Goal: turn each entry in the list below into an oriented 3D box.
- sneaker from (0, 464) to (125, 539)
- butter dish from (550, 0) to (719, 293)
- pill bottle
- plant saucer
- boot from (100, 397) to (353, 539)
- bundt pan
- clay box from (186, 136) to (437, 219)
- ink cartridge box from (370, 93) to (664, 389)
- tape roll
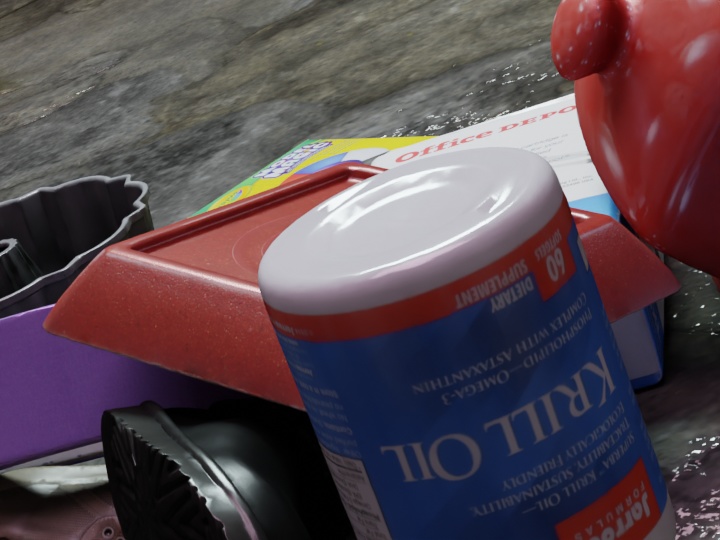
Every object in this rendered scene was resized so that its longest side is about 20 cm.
[{"bbox_3d":[-0.090,0.122,1.092,0.199,0.071,0.076,-15,42,20],"label":"sneaker"},{"bbox_3d":[0.154,-0.093,1.077,0.147,0.200,0.200,12,35,-22],"label":"butter dish"},{"bbox_3d":[0.048,0.068,0.857,0.112,0.201,0.112,-20,19,7],"label":"pill bottle"},{"bbox_3d":[0.000,0.000,1.023,0.199,0.037,0.199,13,25,41],"label":"plant saucer"},{"bbox_3d":[-0.008,0.084,0.958,0.157,0.080,0.211,-10,19,-15],"label":"boot"},{"bbox_3d":[-0.205,0.021,1.433,0.201,0.076,0.202,-18,20,7],"label":"bundt pan"},{"bbox_3d":[-0.016,-0.036,1.430,0.199,0.048,0.115,3,30,48],"label":"clay box"},{"bbox_3d":[0.073,-0.006,1.199,0.145,0.085,0.200,-16,20,15],"label":"ink cartridge box"},{"bbox_3d":[-0.123,0.053,1.165,0.199,0.066,0.200,-14,-4,-1],"label":"tape roll"}]
